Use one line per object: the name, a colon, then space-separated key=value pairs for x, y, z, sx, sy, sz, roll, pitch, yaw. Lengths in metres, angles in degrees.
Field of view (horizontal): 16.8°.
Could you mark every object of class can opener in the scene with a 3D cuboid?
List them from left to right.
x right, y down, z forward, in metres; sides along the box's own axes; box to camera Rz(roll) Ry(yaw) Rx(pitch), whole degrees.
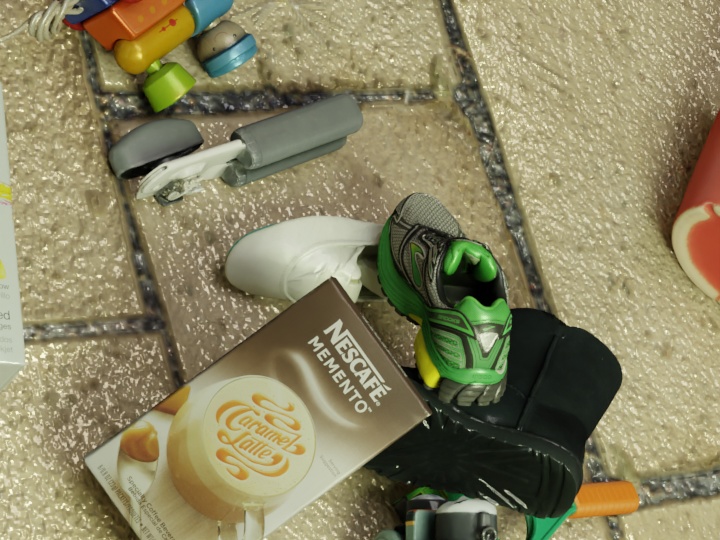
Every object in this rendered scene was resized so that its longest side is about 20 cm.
can opener: x=-0.086 y=-0.094 z=1.762 sx=0.199 sy=0.053 sz=0.067 roll=-17 pitch=75 yaw=-37

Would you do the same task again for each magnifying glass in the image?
magnifying glass: x=0.134 y=0.168 z=1.753 sx=0.199 sy=0.022 sz=0.080 roll=0 pitch=60 yaw=-47

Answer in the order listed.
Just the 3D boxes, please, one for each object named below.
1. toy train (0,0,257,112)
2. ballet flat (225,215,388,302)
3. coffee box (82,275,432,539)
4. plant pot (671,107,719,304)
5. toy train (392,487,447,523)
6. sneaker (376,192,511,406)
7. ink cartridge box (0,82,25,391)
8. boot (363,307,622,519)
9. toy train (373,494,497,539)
toy train: x=-0.163 y=-0.162 z=1.739 sx=0.200 sy=0.084 sz=0.116 roll=-42 pitch=105 yaw=-39
ballet flat: x=0.000 y=0.000 z=1.751 sx=0.199 sy=0.069 sz=0.070 roll=0 pitch=67 yaw=-35
coffee box: x=-0.065 y=0.106 z=1.588 sx=0.200 sy=0.080 sz=0.115 roll=-37 pitch=88 yaw=1
plant pot: x=0.349 y=-0.063 z=1.939 sx=0.200 sy=0.200 sz=0.178 roll=41 pitch=62 yaw=-7
toy train: x=0.058 y=0.172 z=1.725 sx=0.056 sy=0.042 sz=0.201 roll=-29 pitch=83 yaw=-28
sneaker: x=0.067 y=0.004 z=1.675 sx=0.078 sy=0.086 sz=0.200 roll=4 pitch=33 yaw=-20
ink cartridge box: x=-0.306 y=-0.011 z=1.524 sx=0.145 sy=0.145 sz=0.201 roll=5 pitch=63 yaw=-29
boot: x=0.078 y=0.083 z=1.709 sx=0.199 sy=0.077 sz=0.168 roll=19 pitch=32 yaw=5
toy train: x=0.058 y=0.248 z=1.622 sx=0.085 sy=0.114 sz=0.201 roll=8 pitch=77 yaw=-29
